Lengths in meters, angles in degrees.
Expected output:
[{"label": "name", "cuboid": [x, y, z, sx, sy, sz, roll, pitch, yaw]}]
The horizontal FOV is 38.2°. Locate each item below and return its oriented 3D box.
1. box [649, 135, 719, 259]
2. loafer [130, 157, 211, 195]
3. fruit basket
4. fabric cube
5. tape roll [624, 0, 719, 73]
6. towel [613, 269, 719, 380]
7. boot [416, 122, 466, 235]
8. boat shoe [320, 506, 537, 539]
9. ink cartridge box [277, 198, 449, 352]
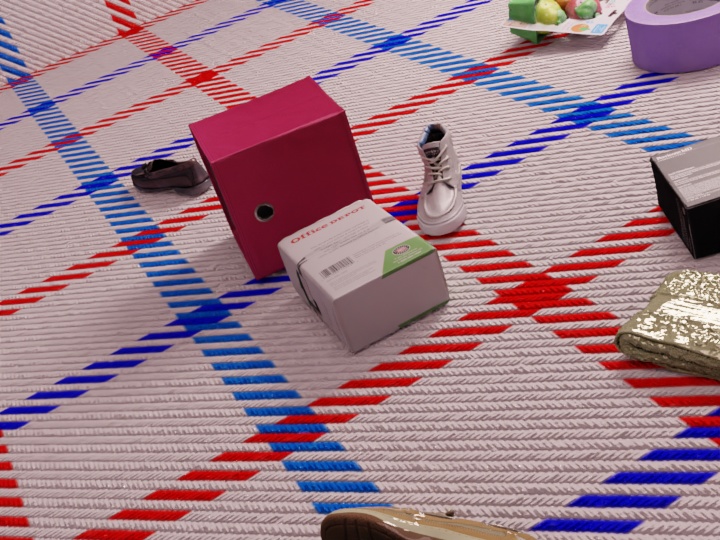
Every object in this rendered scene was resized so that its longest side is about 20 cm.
[{"label": "box", "cuboid": [0.463, -0.104, 1.226, 0.199, 0.079, 0.141, -17, 33, 7]}, {"label": "loafer", "cuboid": [-0.342, -0.179, 1.850, 0.200, 0.063, 0.072, 10, 40, 41]}, {"label": "fruit basket", "cuboid": [0.377, -0.480, 1.888, 0.200, 0.094, 0.185, 8, 39, 34]}, {"label": "fabric cube", "cuboid": [-0.111, -0.137, 1.509, 0.199, 0.197, 0.200, -22, 29, -8]}, {"label": "tape roll", "cuboid": [0.530, -0.398, 1.667, 0.199, 0.085, 0.200, -15, 31, 9]}, {"label": "towel", "cuboid": [0.375, 0.055, 1.056, 0.200, 0.037, 0.148, 12, 42, 43]}, {"label": "boot", "cuboid": [0.105, -0.135, 1.473, 0.073, 0.096, 0.200, -14, 30, 11]}, {"label": "boat shoe", "cuboid": [0.062, 0.242, 0.919, 0.199, 0.072, 0.076, 8, 25, 29]}, {"label": "ink cartridge box", "cuboid": [0.000, 0.000, 1.325, 0.146, 0.085, 0.200, -27, 30, -12]}]
